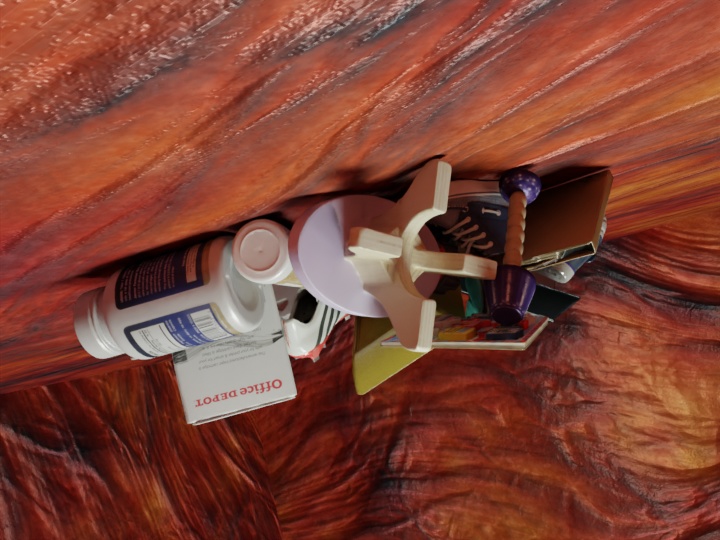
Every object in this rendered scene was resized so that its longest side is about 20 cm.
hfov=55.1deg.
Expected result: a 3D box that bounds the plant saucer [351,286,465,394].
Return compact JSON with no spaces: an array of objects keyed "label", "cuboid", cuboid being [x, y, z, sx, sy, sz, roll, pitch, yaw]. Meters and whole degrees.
[{"label":"plant saucer","cuboid":[0.057,0.058,1.023,0.200,0.048,0.201,-37,-155,24]}]

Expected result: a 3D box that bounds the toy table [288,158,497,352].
[{"label":"toy table","cuboid":[0.039,-0.016,0.705,0.199,0.186,0.117,-4,-177,-38]}]

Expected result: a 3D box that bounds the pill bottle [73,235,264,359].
[{"label":"pill bottle","cuboid":[-0.221,0.038,0.792,0.198,0.112,0.111,-15,174,14]}]

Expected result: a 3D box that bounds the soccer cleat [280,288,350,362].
[{"label":"soccer cleat","cuboid":[-0.054,0.044,0.997,0.068,0.086,0.200,2,-143,30]}]

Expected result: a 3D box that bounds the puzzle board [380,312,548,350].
[{"label":"puzzle board","cuboid":[0.124,0.065,0.778,0.149,0.018,0.200,-1,-178,22]}]

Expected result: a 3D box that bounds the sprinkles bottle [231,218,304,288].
[{"label":"sprinkles bottle","cuboid":[-0.088,-0.015,0.822,0.068,0.069,0.200,-15,174,9]}]

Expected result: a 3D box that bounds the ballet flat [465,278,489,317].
[{"label":"ballet flat","cuboid":[0.171,0.034,0.907,0.062,0.068,0.200,-20,152,-4]}]

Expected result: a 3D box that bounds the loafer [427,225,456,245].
[{"label":"loafer","cuboid":[0.066,-0.035,0.997,0.199,0.073,0.073,5,154,49]}]

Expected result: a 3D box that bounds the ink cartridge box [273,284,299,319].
[{"label":"ink cartridge box","cuboid":[-0.058,0.023,1.161,0.199,0.084,0.146,-9,172,-41]}]

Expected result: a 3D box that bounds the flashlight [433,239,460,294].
[{"label":"flashlight","cuboid":[0.031,-0.018,0.821,0.199,0.068,0.068,11,160,-32]}]

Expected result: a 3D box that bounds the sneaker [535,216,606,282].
[{"label":"sneaker","cuboid":[0.310,-0.077,1.152,0.200,0.147,0.081,32,171,43]}]

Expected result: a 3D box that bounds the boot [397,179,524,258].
[{"label":"boot","cuboid":[0.132,-0.057,0.841,0.199,0.091,0.073,-9,172,-40]}]

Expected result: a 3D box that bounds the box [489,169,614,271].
[{"label":"box","cuboid":[0.257,-0.063,0.950,0.163,0.021,0.200,-18,-156,35]}]

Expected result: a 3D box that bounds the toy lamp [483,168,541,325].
[{"label":"toy lamp","cuboid":[0.171,-0.028,0.773,0.058,0.201,0.058,9,139,8]}]

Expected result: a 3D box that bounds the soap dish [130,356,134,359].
[{"label":"soap dish","cuboid":[-0.319,0.098,1.247,0.199,0.082,0.157,-11,173,-33]}]

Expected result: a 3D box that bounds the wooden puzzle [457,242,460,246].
[{"label":"wooden puzzle","cuboid":[0.135,-0.056,1.114,0.184,0.038,0.199,-10,172,-40]}]

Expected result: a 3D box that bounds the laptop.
[{"label":"laptop","cuboid":[0.246,-0.001,1.125,0.186,0.116,0.201,18,-142,3]}]

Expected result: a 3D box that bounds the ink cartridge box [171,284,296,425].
[{"label":"ink cartridge box","cuboid":[-0.178,0.088,0.916,0.143,0.202,0.084,-12,173,-12]}]
